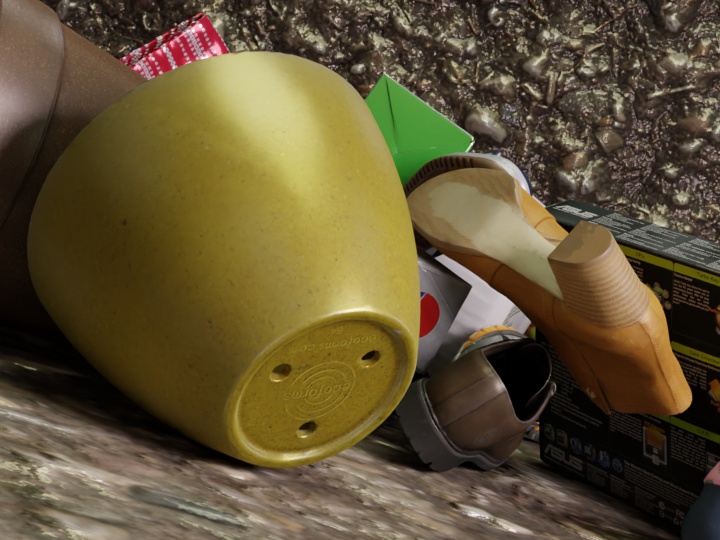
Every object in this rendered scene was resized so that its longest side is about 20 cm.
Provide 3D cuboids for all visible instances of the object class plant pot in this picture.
[{"bbox_3d":[-0.049,0.013,0.810,0.200,0.200,0.142,16,29,-42],"label":"plant pot"},{"bbox_3d":[-0.176,-0.045,0.923,0.198,0.201,0.200,27,-1,-31],"label":"plant pot"}]

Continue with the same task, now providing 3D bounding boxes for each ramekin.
[{"bbox_3d":[0.093,0.016,1.339,0.094,0.203,0.202,32,6,13],"label":"ramekin"}]

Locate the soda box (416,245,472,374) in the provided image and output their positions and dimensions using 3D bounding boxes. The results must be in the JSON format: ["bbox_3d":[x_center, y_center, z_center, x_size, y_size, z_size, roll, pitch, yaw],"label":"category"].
[{"bbox_3d":[0.000,0.000,1.098,0.063,0.068,0.200,25,6,-24],"label":"soda box"}]

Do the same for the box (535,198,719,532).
[{"bbox_3d":[0.194,0.067,1.070,0.047,0.194,0.200,-15,22,-33],"label":"box"}]

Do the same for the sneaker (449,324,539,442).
[{"bbox_3d":[0.139,0.098,1.257,0.200,0.078,0.077,14,15,-45],"label":"sneaker"}]

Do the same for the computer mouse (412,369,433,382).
[{"bbox_3d":[-0.048,0.038,1.097,0.200,0.044,0.110,24,8,-27],"label":"computer mouse"}]

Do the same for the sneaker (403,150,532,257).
[{"bbox_3d":[0.089,-0.053,1.161,0.108,0.070,0.200,-21,0,-28],"label":"sneaker"}]

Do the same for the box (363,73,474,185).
[{"bbox_3d":[-0.009,-0.045,1.346,0.097,0.200,0.176,36,-4,-4],"label":"box"}]

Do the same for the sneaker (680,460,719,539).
[{"bbox_3d":[0.258,0.151,0.960,0.070,0.082,0.200,21,4,37],"label":"sneaker"}]

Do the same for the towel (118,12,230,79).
[{"bbox_3d":[-0.140,-0.071,1.100,0.022,0.200,0.145,-13,-68,58],"label":"towel"}]

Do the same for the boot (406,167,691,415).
[{"bbox_3d":[0.116,0.019,1.030,0.201,0.071,0.144,26,-29,51],"label":"boot"}]

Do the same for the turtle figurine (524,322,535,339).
[{"bbox_3d":[0.199,0.074,1.402,0.161,0.200,0.064,37,37,25],"label":"turtle figurine"}]

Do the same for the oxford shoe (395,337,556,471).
[{"bbox_3d":[0.091,0.081,1.026,0.073,0.084,0.200,61,15,6],"label":"oxford shoe"}]
